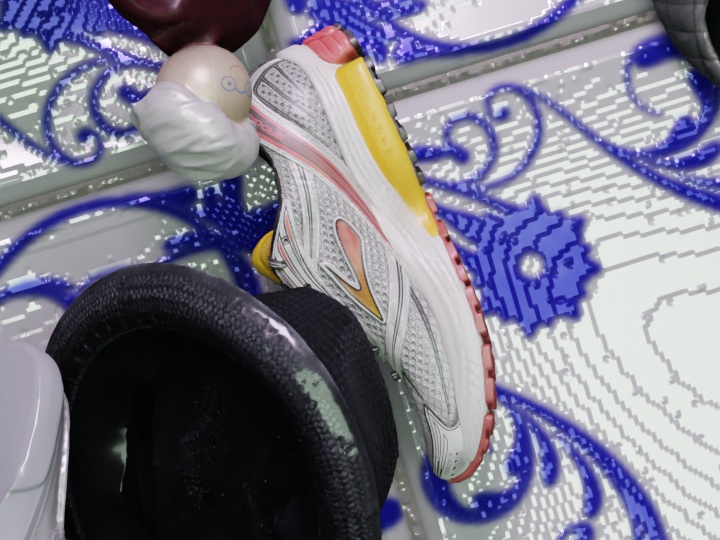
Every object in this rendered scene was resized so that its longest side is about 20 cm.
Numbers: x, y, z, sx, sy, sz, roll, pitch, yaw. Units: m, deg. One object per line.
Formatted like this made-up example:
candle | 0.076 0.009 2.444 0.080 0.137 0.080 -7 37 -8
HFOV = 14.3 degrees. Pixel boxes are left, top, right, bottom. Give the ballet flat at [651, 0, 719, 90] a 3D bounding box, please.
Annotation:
ballet flat | 0.192 -0.086 1.259 0.066 0.057 0.200 -38 96 -6

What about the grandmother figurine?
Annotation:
grandmother figurine | -0.072 -0.135 1.193 0.121 0.060 0.201 2 78 -39

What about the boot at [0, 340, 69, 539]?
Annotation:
boot | -0.140 0.136 1.177 0.095 0.073 0.201 27 73 -43

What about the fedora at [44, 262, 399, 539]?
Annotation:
fedora | -0.044 0.075 1.195 0.092 0.200 0.201 -33 97 -45

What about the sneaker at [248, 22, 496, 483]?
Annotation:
sneaker | 0.000 0.000 1.234 0.082 0.078 0.200 -25 86 -2
